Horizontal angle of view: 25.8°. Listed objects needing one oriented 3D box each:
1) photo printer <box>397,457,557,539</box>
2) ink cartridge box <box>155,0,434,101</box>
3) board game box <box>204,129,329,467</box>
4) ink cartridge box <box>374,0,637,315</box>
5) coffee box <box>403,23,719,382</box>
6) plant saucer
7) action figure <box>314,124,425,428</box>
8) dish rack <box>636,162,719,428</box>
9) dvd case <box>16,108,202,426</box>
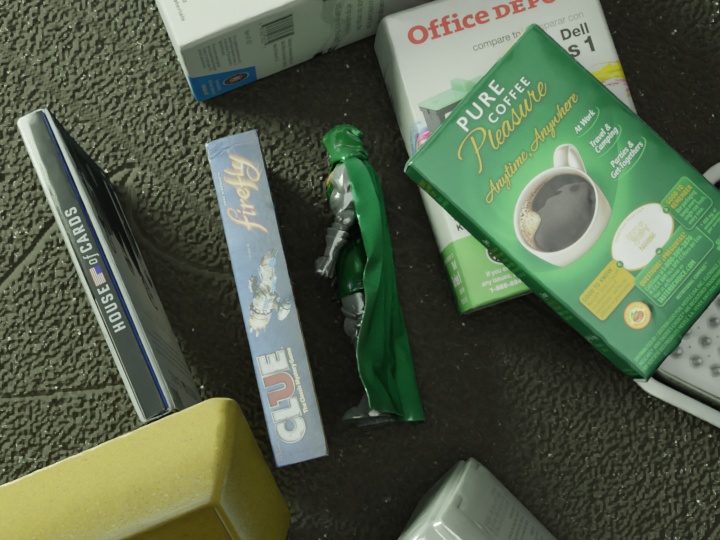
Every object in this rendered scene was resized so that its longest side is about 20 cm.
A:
[{"bbox_3d":[0.108,0.220,0.976,0.200,0.166,0.069,45,104,2],"label":"photo printer"},{"bbox_3d":[-0.034,-0.196,1.020,0.199,0.146,0.085,-23,83,-5],"label":"ink cartridge box"},{"bbox_3d":[-0.058,0.022,1.004,0.034,0.136,0.202,-12,84,-3],"label":"board game box"},{"bbox_3d":[0.106,-0.088,1.044,0.144,0.084,0.202,-17,86,-3],"label":"ink cartridge box"},{"bbox_3d":[0.138,-0.042,0.977,0.200,0.044,0.123,41,85,0],"label":"coffee box"},{"bbox_3d":[-0.142,0.172,0.954,0.199,0.200,0.049,-22,60,-4],"label":"plant saucer"},{"bbox_3d":[0.000,0.000,1.035,0.054,0.118,0.202,-9,76,9],"label":"action figure"},{"bbox_3d":[0.290,0.037,1.058,0.199,0.044,0.173,25,85,1],"label":"dish rack"},{"bbox_3d":[-0.148,0.011,0.979,0.025,0.150,0.201,-24,76,-1],"label":"dvd case"}]
